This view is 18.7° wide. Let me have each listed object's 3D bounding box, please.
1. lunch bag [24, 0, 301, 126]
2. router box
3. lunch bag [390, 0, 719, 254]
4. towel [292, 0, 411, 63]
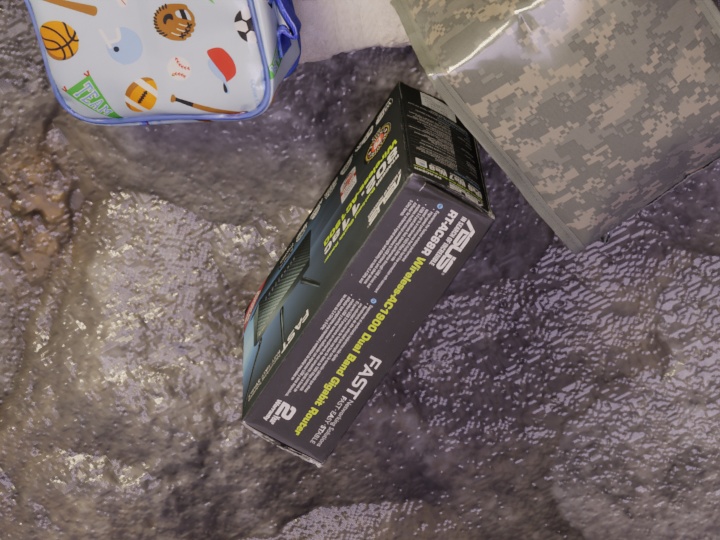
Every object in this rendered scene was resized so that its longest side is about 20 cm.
[{"bbox_3d":[-0.116,-0.178,1.283,0.160,0.076,0.200,-2,120,18],"label":"lunch bag"},{"bbox_3d":[0.000,0.000,1.356,0.062,0.150,0.200,28,111,-15],"label":"router box"},{"bbox_3d":[0.144,-0.120,1.319,0.164,0.118,0.200,-34,126,10],"label":"lunch bag"},{"bbox_3d":[-0.026,-0.220,1.311,0.132,0.034,0.200,-9,118,2],"label":"towel"}]
